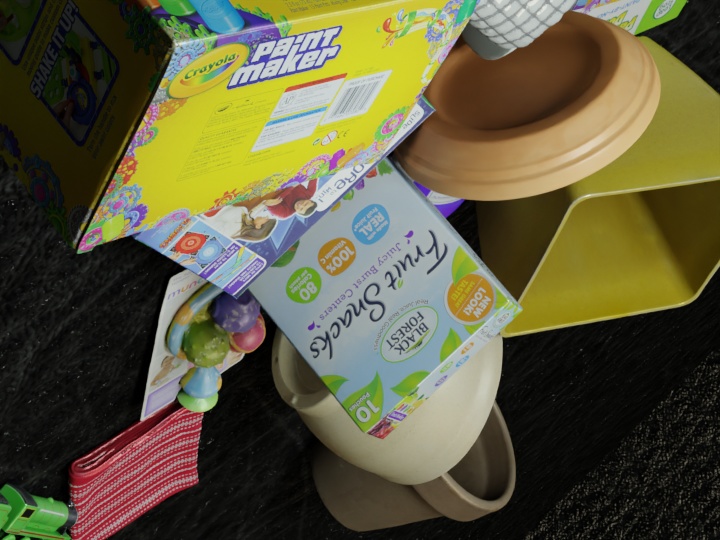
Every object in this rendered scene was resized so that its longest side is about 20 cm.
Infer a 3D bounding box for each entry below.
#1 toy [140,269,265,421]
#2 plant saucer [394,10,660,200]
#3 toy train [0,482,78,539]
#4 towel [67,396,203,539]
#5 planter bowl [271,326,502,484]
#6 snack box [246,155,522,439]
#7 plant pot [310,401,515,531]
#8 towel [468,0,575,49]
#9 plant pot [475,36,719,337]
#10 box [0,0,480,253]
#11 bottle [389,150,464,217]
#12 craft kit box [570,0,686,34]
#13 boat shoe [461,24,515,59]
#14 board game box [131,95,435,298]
[{"bbox_3d":[-0.112,0.054,1.335,0.115,0.047,0.200,-31,159,-33],"label":"toy"},{"bbox_3d":[0.115,-0.129,1.188,0.200,0.200,0.038,-35,131,-17],"label":"plant saucer"},{"bbox_3d":[-0.286,0.204,1.348,0.057,0.042,0.200,-52,161,-1],"label":"toy train"},{"bbox_3d":[-0.202,0.185,1.492,0.144,0.023,0.200,-32,159,-24],"label":"towel"},{"bbox_3d":[0.008,0.075,1.438,0.134,0.201,0.200,19,122,-38],"label":"planter bowl"},{"bbox_3d":[0.000,0.000,1.199,0.142,0.200,0.053,-43,160,7],"label":"snack box"},{"bbox_3d":[0.044,0.200,1.784,0.174,0.201,0.200,-31,167,26],"label":"plant pot"},{"bbox_3d":[0.097,-0.250,0.976,0.200,0.086,0.165,-49,140,9],"label":"towel"},{"bbox_3d":[0.201,-0.083,1.391,0.198,0.177,0.201,-9,148,-22],"label":"plant pot"},{"bbox_3d":[-0.087,-0.137,0.742,0.199,0.193,0.122,-21,153,-46],"label":"box"},{"bbox_3d":[0.060,-0.082,1.340,0.083,0.065,0.200,-20,152,-49],"label":"bottle"},{"bbox_3d":[0.225,-0.260,1.309,0.199,0.049,0.198,-26,159,-37],"label":"craft kit box"},{"bbox_3d":[0.126,-0.229,1.140,0.063,0.071,0.201,-25,154,-35],"label":"boat shoe"},{"bbox_3d":[-0.056,-0.077,1.130,0.200,0.035,0.135,-43,148,7],"label":"board game box"}]
